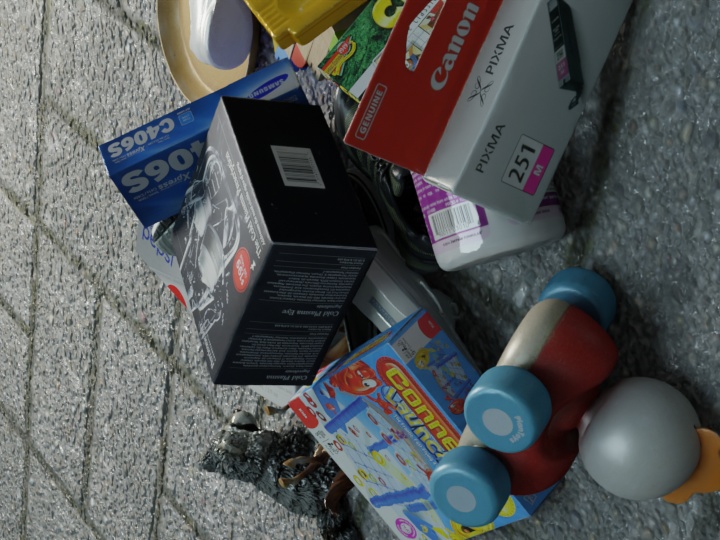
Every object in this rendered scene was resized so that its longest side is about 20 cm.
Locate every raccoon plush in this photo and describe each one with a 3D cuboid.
[{"bbox_3d":[-0.082,0.236,1.559,0.200,0.134,0.097,59,140,25],"label":"raccoon plush"}]

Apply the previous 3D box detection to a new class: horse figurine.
[{"bbox_3d":[-0.033,0.145,1.491,0.050,0.133,0.200,18,127,60],"label":"horse figurine"}]

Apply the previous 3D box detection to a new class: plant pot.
[{"bbox_3d":[-0.164,-0.273,1.604,0.200,0.027,0.200,24,121,50],"label":"plant pot"}]

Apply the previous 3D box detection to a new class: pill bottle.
[{"bbox_3d":[0.092,-0.108,1.220,0.112,0.112,0.200,-21,83,55],"label":"pill bottle"}]

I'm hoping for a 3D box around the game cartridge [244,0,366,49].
[{"bbox_3d":[-0.047,-0.312,1.319,0.200,0.176,0.032,54,-179,30],"label":"game cartridge"}]

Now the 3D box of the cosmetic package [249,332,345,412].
[{"bbox_3d":[-0.067,0.037,1.530,0.102,0.074,0.200,20,118,51],"label":"cosmetic package"}]

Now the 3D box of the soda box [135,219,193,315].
[{"bbox_3d":[-0.161,-0.002,1.533,0.200,0.063,0.068,43,134,40],"label":"soda box"}]

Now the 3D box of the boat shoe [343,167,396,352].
[{"bbox_3d":[-0.002,0.000,1.426,0.074,0.068,0.199,1,101,55],"label":"boat shoe"}]

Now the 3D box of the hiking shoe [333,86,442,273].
[{"bbox_3d":[0.040,-0.098,1.309,0.200,0.076,0.101,62,168,5],"label":"hiking shoe"}]

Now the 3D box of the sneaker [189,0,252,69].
[{"bbox_3d":[-0.141,-0.309,1.492,0.088,0.075,0.200,28,105,53],"label":"sneaker"}]

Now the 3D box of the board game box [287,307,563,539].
[{"bbox_3d":[0.054,0.154,1.345,0.200,0.056,0.196,50,144,-3],"label":"board game box"}]

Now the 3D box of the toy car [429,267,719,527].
[{"bbox_3d":[0.189,0.132,1.152,0.200,0.184,0.177,30,130,12],"label":"toy car"}]

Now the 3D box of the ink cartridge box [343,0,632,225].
[{"bbox_3d":[0.099,-0.151,1.081,0.044,0.174,0.200,30,98,47],"label":"ink cartridge box"}]

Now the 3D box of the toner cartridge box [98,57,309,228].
[{"bbox_3d":[-0.141,-0.121,1.413,0.095,0.200,0.043,63,-178,-56],"label":"toner cartridge box"}]

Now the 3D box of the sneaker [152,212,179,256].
[{"bbox_3d":[-0.130,-0.085,1.505,0.075,0.200,0.087,58,169,-26],"label":"sneaker"}]

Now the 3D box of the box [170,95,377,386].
[{"bbox_3d":[-0.086,-0.026,1.349,0.200,0.104,0.182,-112,34,-41],"label":"box"}]

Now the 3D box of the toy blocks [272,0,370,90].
[{"bbox_3d":[-0.049,-0.248,1.408,0.200,0.100,0.137,62,154,22],"label":"toy blocks"}]

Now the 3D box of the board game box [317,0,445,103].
[{"bbox_3d":[0.066,-0.208,1.173,0.105,0.023,0.200,40,91,24],"label":"board game box"}]

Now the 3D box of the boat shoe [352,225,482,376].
[{"bbox_3d":[0.055,0.041,1.354,0.200,0.069,0.072,46,147,14],"label":"boat shoe"}]
